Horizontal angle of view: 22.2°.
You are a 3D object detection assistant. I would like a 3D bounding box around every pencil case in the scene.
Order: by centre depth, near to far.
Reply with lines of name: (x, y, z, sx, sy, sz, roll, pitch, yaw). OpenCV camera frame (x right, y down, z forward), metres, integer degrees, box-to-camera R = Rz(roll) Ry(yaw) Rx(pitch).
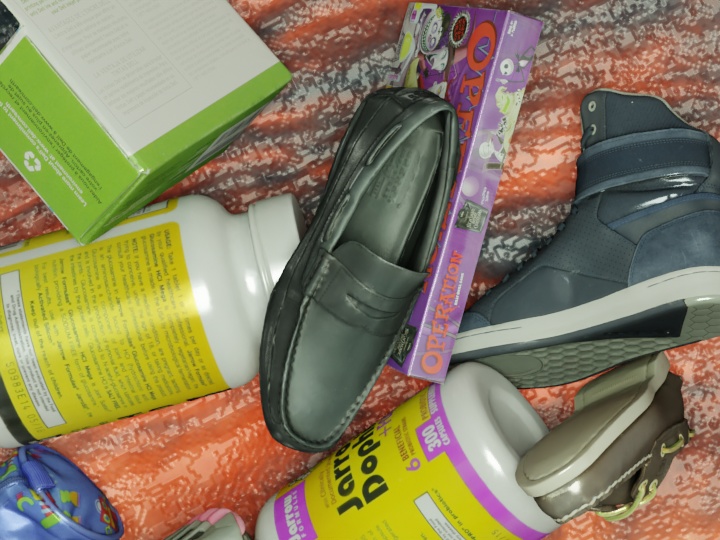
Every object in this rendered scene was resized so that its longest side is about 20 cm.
pencil case: (-0.231, 0.190, 1.057, 0.200, 0.087, 0.078, -45, 55, 3)

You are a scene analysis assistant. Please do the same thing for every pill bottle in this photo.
pill bottle: (0.013, 0.144, 1.022, 0.200, 0.104, 0.104, -37, 90, 18)
pill bottle: (-0.123, 0.023, 1.030, 0.200, 0.112, 0.113, -15, 91, 3)

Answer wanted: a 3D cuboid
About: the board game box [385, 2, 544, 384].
board game box: (0.036, -0.047, 1.017, 0.032, 0.120, 0.200, 14, 93, -31)

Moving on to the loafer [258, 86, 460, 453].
loafer: (0.000, 0.000, 0.956, 0.068, 0.070, 0.201, 20, 88, -25)

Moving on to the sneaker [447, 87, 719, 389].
sneaker: (0.119, -0.018, 1.038, 0.202, 0.077, 0.146, -18, 64, 29)

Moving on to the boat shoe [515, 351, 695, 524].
boat shoe: (0.137, 0.097, 0.979, 0.072, 0.200, 0.060, -27, 92, 22)

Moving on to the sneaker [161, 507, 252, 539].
sneaker: (-0.106, 0.200, 1.014, 0.095, 0.079, 0.200, 58, 138, 7)

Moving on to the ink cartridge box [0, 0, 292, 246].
ink cartridge box: (-0.156, -0.136, 1.004, 0.200, 0.148, 0.076, 49, 130, 1)
